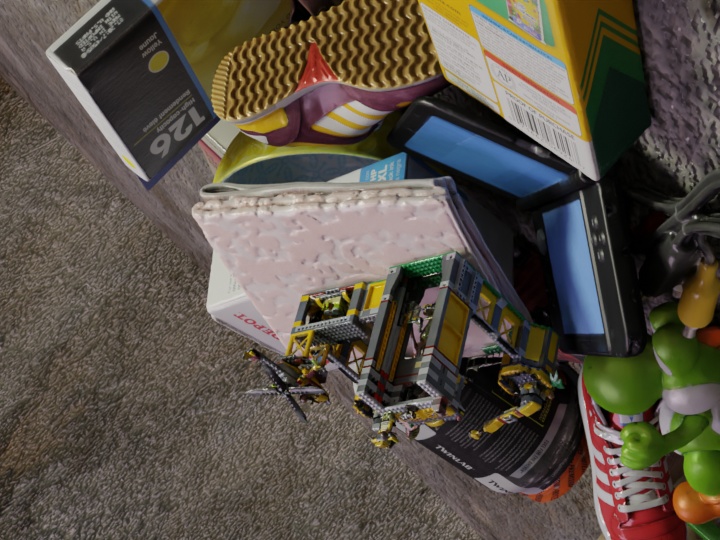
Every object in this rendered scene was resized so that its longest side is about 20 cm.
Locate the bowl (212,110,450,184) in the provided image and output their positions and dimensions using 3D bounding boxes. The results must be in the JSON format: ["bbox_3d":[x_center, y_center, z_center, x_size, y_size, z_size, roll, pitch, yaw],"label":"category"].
[{"bbox_3d":[-0.020,-0.090,1.170,0.198,0.109,0.201,2,154,1],"label":"bowl"}]

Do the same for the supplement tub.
[{"bbox_3d":[0.103,0.110,1.244,0.199,0.123,0.122,35,173,-19],"label":"supplement tub"}]

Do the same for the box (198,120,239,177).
[{"bbox_3d":[-0.072,-0.110,1.363,0.128,0.109,0.200,42,170,18],"label":"box"}]

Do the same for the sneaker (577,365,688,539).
[{"bbox_3d":[0.219,0.146,1.146,0.113,0.071,0.202,85,172,-69],"label":"sneaker"}]

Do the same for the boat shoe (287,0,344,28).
[{"bbox_3d":[-0.025,-0.171,1.032,0.072,0.072,0.200,43,170,11],"label":"boat shoe"}]

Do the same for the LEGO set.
[{"bbox_3d":[0.030,0.081,0.974,0.199,0.117,0.154,-7,141,33],"label":"LEGO set"}]

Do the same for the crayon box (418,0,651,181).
[{"bbox_3d":[0.083,-0.146,0.762,0.126,0.052,0.200,39,169,30],"label":"crayon box"}]

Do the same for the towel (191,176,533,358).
[{"bbox_3d":[0.005,0.003,1.007,0.198,0.032,0.191,-1,144,27],"label":"towel"}]

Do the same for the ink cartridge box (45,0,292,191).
[{"bbox_3d":[-0.110,-0.162,1.057,0.047,0.198,0.200,39,169,28],"label":"ink cartridge box"}]

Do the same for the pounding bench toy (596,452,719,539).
[{"bbox_3d":[0.293,0.232,1.219,0.200,0.124,0.156,51,168,-29],"label":"pounding bench toy"}]

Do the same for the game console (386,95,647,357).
[{"bbox_3d":[0.095,-0.023,0.944,0.200,0.115,0.178,157,103,-85],"label":"game console"}]

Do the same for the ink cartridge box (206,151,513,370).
[{"bbox_3d":[0.000,0.000,1.131,0.199,0.084,0.145,-18,146,36],"label":"ink cartridge box"}]

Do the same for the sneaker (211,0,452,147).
[{"bbox_3d":[0.002,-0.129,0.962,0.198,0.076,0.090,-7,161,31],"label":"sneaker"}]

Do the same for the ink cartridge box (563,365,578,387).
[{"bbox_3d":[0.128,0.095,1.406,0.200,0.100,0.039,41,169,13],"label":"ink cartridge box"}]

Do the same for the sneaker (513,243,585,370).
[{"bbox_3d":[0.159,0.041,1.148,0.098,0.071,0.200,50,171,-25],"label":"sneaker"}]

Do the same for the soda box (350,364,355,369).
[{"bbox_3d":[0.008,0.050,1.327,0.200,0.068,0.063,43,152,-10],"label":"soda box"}]

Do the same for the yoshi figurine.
[{"bbox_3d":[0.219,0.096,1.037,0.112,0.112,0.201,44,169,45],"label":"yoshi figurine"}]

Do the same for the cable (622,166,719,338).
[{"bbox_3d":[0.199,-0.031,0.849,0.098,0.050,0.200,64,162,17],"label":"cable"}]
